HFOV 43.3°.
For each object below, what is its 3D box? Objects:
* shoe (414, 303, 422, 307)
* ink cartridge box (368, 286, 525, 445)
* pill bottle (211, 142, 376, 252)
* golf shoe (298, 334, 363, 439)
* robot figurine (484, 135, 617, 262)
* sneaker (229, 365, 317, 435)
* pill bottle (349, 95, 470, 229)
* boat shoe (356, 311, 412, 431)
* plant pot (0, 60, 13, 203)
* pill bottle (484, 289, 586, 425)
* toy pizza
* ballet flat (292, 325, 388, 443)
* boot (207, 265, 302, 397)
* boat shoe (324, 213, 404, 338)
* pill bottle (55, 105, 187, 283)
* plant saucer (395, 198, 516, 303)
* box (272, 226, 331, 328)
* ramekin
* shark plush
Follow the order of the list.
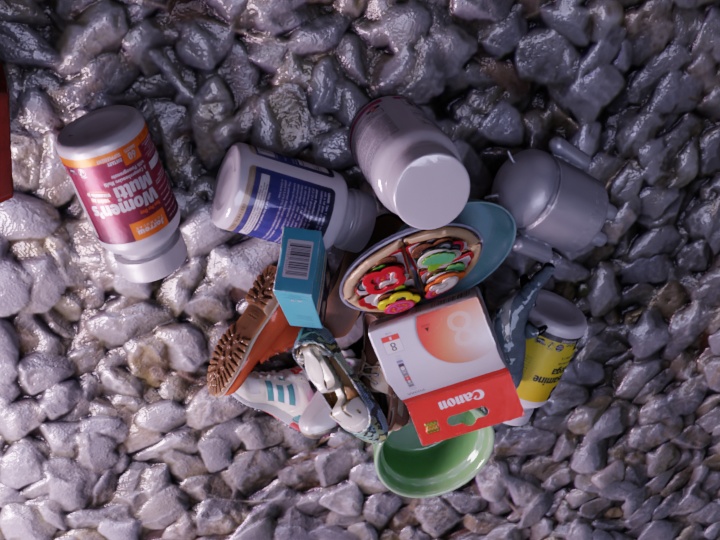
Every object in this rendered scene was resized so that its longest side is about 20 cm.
[{"bbox_3d":[0.088,0.059,1.331,0.053,0.071,0.199,-19,153,37],"label":"shoe"},{"bbox_3d":[0.118,0.141,1.237,0.161,0.050,0.202,-19,100,14],"label":"ink cartridge box"},{"bbox_3d":[-0.084,-0.086,1.177,0.198,0.111,0.112,15,117,-23],"label":"pill bottle"},{"bbox_3d":[-0.028,0.160,1.346,0.200,0.072,0.093,-46,127,-27],"label":"golf shoe"},{"bbox_3d":[0.265,-0.098,1.267,0.198,0.113,0.171,21,88,-27],"label":"robot figurine"},{"bbox_3d":[-0.126,0.170,1.368,0.199,0.070,0.094,33,91,-29],"label":"sneaker"},{"bbox_3d":[0.060,-0.135,1.126,0.112,0.200,0.115,-6,118,-12],"label":"pill bottle"},{"bbox_3d":[0.033,0.147,1.301,0.071,0.075,0.202,-28,115,-33],"label":"boat shoe"},{"bbox_3d":[-0.474,-0.162,0.978,0.174,0.200,0.202,-6,125,-25],"label":"plant pot"},{"bbox_3d":[0.265,0.140,1.421,0.111,0.113,0.202,9,120,-21],"label":"pill bottle"},{"bbox_3d":[0.069,0.006,1.164,0.198,0.032,0.201,-17,152,-9],"label":"toy pizza"},{"bbox_3d":[-0.033,0.169,1.266,0.074,0.074,0.201,-34,94,8],"label":"ballet flat"},{"bbox_3d":[-0.135,0.104,1.289,0.107,0.075,0.201,33,90,-39],"label":"boot"},{"bbox_3d":[0.000,0.000,1.284,0.070,0.070,0.201,32,111,-5],"label":"boat shoe"},{"bbox_3d":[-0.287,-0.091,1.117,0.108,0.110,0.201,-18,125,-4],"label":"pill bottle"},{"bbox_3d":[0.112,-0.032,1.220,0.198,0.036,0.201,-16,144,-11],"label":"plant saucer"},{"bbox_3d":[-0.072,0.014,1.165,0.049,0.083,0.200,7,166,4],"label":"box"},{"bbox_3d":[0.108,0.260,1.463,0.198,0.098,0.202,-7,124,-11],"label":"ramekin"},{"bbox_3d":[0.237,0.075,1.338,0.083,0.091,0.202,28,103,11],"label":"shark plush"}]
